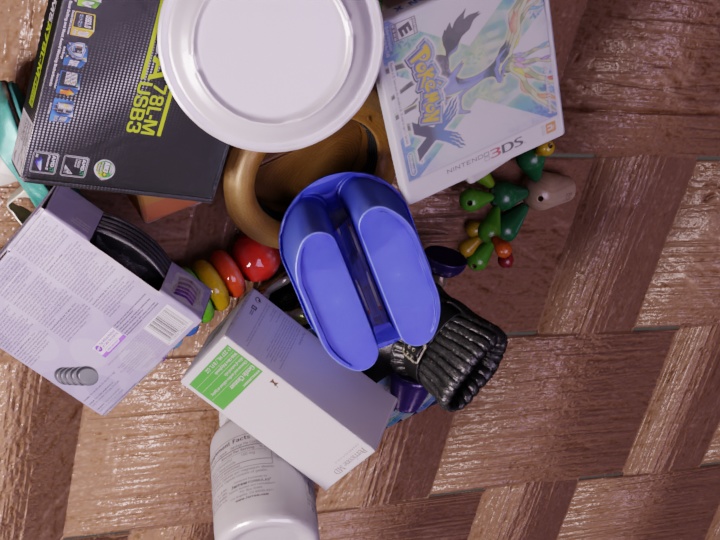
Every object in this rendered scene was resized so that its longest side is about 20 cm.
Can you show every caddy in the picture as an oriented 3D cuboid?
[{"bbox_3d":[0.000,0.000,1.343,0.140,0.105,0.202,-22,115,-2],"label":"caddy"}]

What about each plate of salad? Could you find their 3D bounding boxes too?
[{"bbox_3d":[-0.078,-0.203,1.161,0.197,0.048,0.203,-3,114,-6],"label":"plate of salad"}]

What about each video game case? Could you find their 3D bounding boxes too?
[{"bbox_3d":[0.103,-0.179,1.250,0.181,0.022,0.202,-25,129,-12],"label":"video game case"}]

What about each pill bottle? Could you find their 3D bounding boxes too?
[{"bbox_3d":[-0.109,0.220,1.468,0.113,0.202,0.115,-5,139,-4],"label":"pill bottle"}]

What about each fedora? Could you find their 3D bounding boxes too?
[{"bbox_3d":[-0.057,-0.118,1.357,0.198,0.082,0.203,-16,127,-22],"label":"fedora"}]

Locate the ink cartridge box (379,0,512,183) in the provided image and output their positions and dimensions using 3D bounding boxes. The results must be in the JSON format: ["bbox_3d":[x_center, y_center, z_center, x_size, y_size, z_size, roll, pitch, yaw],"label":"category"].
[{"bbox_3d":[0.084,-0.210,1.331,0.083,0.145,0.201,-31,131,-7],"label":"ink cartridge box"}]

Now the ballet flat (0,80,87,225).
[{"bbox_3d":[-0.311,-0.084,1.251,0.070,0.068,0.201,-22,129,4],"label":"ballet flat"}]

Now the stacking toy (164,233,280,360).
[{"bbox_3d":[-0.171,0.026,1.399,0.199,0.085,0.086,-31,131,-14],"label":"stacking toy"}]

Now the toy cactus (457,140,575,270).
[{"bbox_3d":[0.186,-0.088,1.518,0.163,0.102,0.203,-8,117,-36],"label":"toy cactus"}]

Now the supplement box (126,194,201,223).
[{"bbox_3d":[-0.206,-0.150,1.262,0.066,0.069,0.202,-21,131,-18],"label":"supplement box"}]

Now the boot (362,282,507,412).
[{"bbox_3d":[0.051,0.109,1.445,0.079,0.158,0.212,-8,135,-57],"label":"boot"}]

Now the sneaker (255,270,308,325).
[{"bbox_3d":[-0.033,0.018,1.452,0.198,0.076,0.076,-28,86,-13],"label":"sneaker"}]

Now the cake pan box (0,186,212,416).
[{"bbox_3d":[-0.266,0.030,1.271,0.183,0.053,0.200,34,128,-18],"label":"cake pan box"}]

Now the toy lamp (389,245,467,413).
[{"bbox_3d":[0.074,0.071,1.520,0.058,0.058,0.202,1,118,-29],"label":"toy lamp"}]

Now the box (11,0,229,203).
[{"bbox_3d":[-0.196,-0.166,1.184,0.191,0.048,0.202,7,115,-31],"label":"box"}]

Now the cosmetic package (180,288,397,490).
[{"bbox_3d":[-0.074,0.126,1.401,0.199,0.085,0.108,38,133,-8],"label":"cosmetic package"}]

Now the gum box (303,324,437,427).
[{"bbox_3d":[0.008,0.105,1.570,0.168,0.045,0.202,-25,129,-13],"label":"gum box"}]
